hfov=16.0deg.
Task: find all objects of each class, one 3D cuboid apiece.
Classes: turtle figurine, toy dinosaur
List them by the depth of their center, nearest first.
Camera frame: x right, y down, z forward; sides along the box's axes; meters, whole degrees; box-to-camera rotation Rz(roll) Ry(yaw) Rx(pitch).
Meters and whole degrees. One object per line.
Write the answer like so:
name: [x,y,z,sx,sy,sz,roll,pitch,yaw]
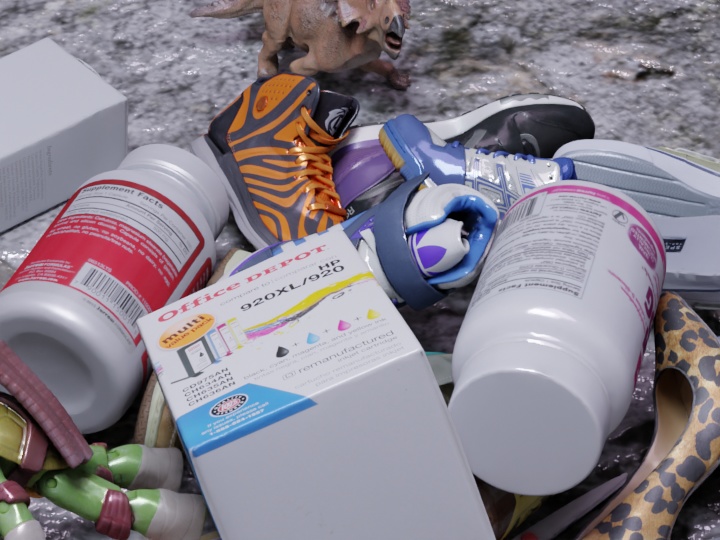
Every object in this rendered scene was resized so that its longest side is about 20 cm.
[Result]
turtle figurine: [-0.205,0.154,1.549,0.193,0.144,0.201,13,75,-23]
toy dinosaur: [-0.031,-0.199,1.926,0.200,0.136,0.086,25,46,24]

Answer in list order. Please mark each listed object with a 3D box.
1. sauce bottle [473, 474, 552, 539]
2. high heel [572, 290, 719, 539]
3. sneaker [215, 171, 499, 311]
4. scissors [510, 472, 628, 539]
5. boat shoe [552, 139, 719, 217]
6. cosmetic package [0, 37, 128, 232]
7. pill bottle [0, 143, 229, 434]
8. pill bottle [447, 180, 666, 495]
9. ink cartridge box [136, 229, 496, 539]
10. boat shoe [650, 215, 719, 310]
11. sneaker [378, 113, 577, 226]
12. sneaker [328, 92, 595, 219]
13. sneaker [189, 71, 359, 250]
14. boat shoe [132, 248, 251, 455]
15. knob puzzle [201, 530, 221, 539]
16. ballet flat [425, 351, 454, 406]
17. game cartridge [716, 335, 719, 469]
sauce bottle: [0.076,0.136,1.595,0.065,0.065,0.200,30,43,27]
high heel: [0.172,0.107,1.607,0.142,0.071,0.201,-5,65,-17]
sneaker: [0.000,0.000,1.640,0.200,0.146,0.081,-27,92,-38]
scissors: [0.092,0.173,1.603,0.073,0.014,0.200,23,47,24]
boat shoe: [0.233,-0.052,1.837,0.199,0.072,0.062,16,28,0]
cosmetic package: [-0.273,-0.083,1.831,0.200,0.074,0.102,-27,49,-32]
pill bottle: [-0.165,0.006,1.704,0.112,0.113,0.200,16,43,14]
pill bottle: [0.120,0.041,1.580,0.113,0.114,0.200,11,37,10]
ink cartridge box: [-0.030,0.094,1.511,0.147,0.145,0.200,-24,24,-4]
boat shoe: [0.204,-0.002,1.768,0.200,0.070,0.071,3,53,38]
sneaker: [0.104,-0.052,1.743,0.200,0.088,0.075,41,8,13]
sneaker: [0.078,-0.063,1.839,0.199,0.076,0.088,-12,52,-6]
sneaker: [-0.036,-0.068,1.781,0.078,0.112,0.200,24,21,-53]
boat shoe: [-0.085,0.060,1.685,0.076,0.072,0.200,23,44,5]
knob puzzle: [-0.058,0.211,1.530,0.219,0.031,0.220,-2,40,1]
ballet flat: [0.067,0.079,1.681,0.199,0.067,0.064,-6,71,-19]
game cartridge: [0.300,0.110,1.670,0.133,0.041,0.200,-19,46,-18]
